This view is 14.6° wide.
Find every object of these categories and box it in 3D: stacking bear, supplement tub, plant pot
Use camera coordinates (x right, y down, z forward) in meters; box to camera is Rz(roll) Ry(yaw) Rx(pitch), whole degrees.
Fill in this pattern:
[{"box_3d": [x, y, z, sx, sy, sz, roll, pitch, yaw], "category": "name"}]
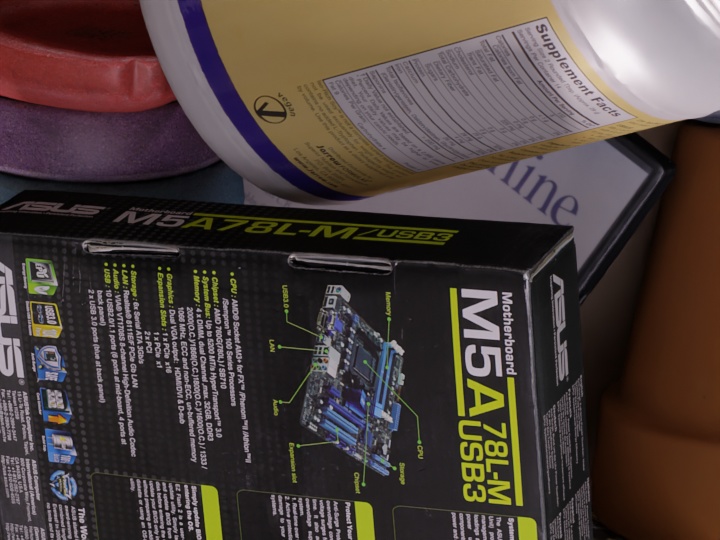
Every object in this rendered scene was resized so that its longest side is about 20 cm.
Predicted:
[{"box_3d": [-0.090, 0.006, 0.965, 0.114, 0.121, 0.200, 13, 111, 28], "category": "stacking bear"}, {"box_3d": [0.046, -0.107, 0.858, 0.200, 0.145, 0.145, -14, 120, 34], "category": "supplement tub"}, {"box_3d": [0.179, 0.016, 0.979, 0.200, 0.200, 0.140, -3, 99, -5], "category": "plant pot"}]

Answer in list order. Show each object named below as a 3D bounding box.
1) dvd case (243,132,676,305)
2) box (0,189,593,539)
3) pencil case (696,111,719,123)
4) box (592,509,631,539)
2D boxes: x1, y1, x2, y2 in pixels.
[{"box_3d": [0.000, 0.000, 0.995, 0.143, 0.018, 0.200, 39, 108, 13], "category": "dvd case"}, {"box_3d": [-0.023, 0.079, 0.874, 0.193, 0.048, 0.200, 3, 111, 22], "category": "box"}, {"box_3d": [0.120, -0.149, 0.940, 0.091, 0.083, 0.200, 2, 122, 33], "category": "pencil case"}, {"box_3d": [0.107, 0.117, 0.998, 0.161, 0.200, 0.049, 12, 91, -16], "category": "box"}]
